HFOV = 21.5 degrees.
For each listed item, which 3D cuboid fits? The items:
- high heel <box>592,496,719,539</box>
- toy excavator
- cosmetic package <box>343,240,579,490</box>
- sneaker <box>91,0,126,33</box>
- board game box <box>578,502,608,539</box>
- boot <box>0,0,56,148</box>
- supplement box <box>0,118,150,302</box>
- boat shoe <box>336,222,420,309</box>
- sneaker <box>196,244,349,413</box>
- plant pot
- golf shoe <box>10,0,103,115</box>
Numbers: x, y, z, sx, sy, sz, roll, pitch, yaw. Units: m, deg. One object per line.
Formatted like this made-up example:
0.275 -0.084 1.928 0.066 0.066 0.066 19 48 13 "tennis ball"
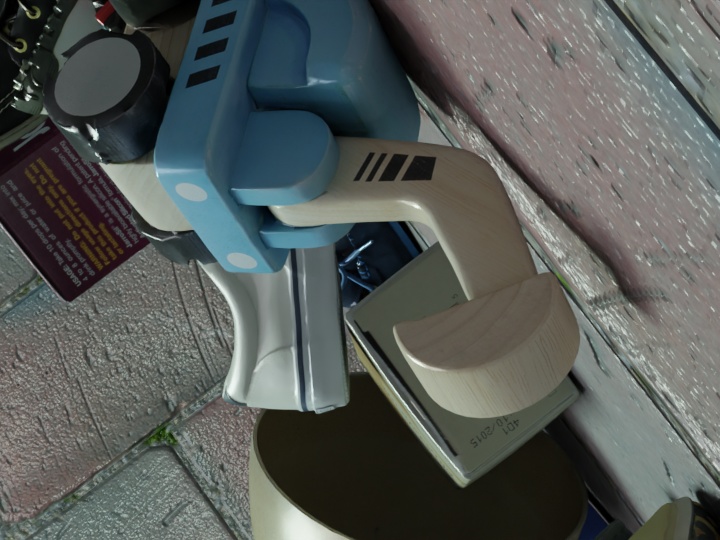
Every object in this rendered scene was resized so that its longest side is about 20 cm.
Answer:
0.157 0.166 0.788 0.143 0.071 0.200 47 178 5 "high heel"
-0.010 -0.044 0.698 0.100 0.199 0.195 56 -140 -51 "toy excavator"
0.050 0.054 0.991 0.105 0.071 0.200 53 176 9 "cosmetic package"
-0.086 -0.148 0.963 0.096 0.079 0.200 44 -168 -40 "sneaker"
0.064 0.205 1.217 0.135 0.200 0.045 51 179 43 "board game box"
-0.199 -0.173 1.111 0.073 0.204 0.154 38 166 24 "boot"
-0.154 -0.091 1.262 0.103 0.200 0.131 55 175 -25 "supplement box"
0.000 0.000 1.161 0.200 0.069 0.084 56 176 -31 "boat shoe"
-0.048 -0.026 0.918 0.073 0.071 0.201 -92 -3 -83 "sneaker"
0.022 0.169 1.128 0.200 0.200 0.135 49 133 52 "plant pot"
-0.120 -0.129 1.055 0.088 0.077 0.200 34 -147 4 "golf shoe"
